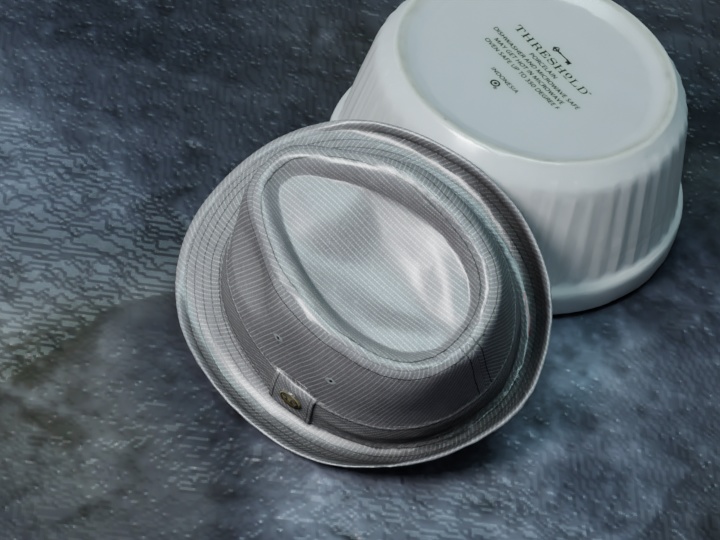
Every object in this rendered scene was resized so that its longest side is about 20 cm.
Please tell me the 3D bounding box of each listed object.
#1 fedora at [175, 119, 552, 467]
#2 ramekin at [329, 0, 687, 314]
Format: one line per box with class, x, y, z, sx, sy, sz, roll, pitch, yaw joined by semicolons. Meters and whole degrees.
fedora;0.000;0.000;1.390;0.177;0.090;0.200;-39;73;-11
ramekin;0.085;-0.078;1.531;0.202;0.094;0.203;7;45;-7
